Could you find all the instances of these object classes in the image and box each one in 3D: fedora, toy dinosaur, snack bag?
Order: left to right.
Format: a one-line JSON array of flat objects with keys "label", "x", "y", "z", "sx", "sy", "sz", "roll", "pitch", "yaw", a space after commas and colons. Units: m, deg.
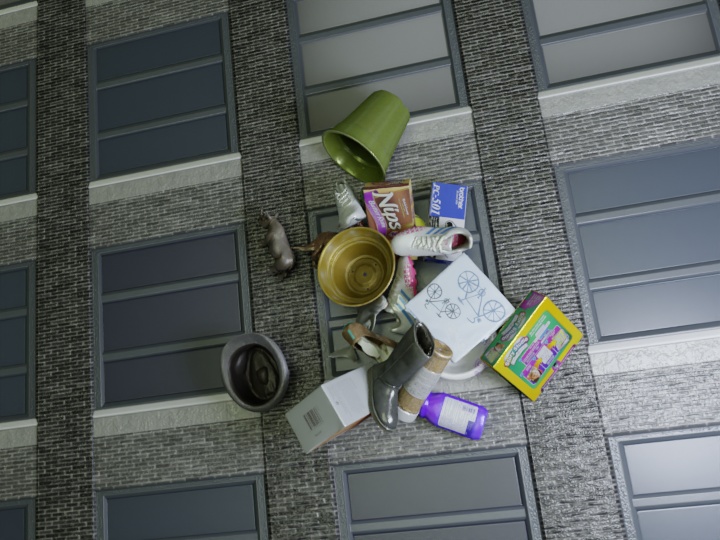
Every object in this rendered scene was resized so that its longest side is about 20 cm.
[{"label": "fedora", "x": -0.262, "y": 0.259, "z": 1.513, "sx": 0.176, "sy": 0.090, "sz": 0.201, "roll": -29, "pitch": 81, "yaw": 6}, {"label": "toy dinosaur", "x": -0.073, "y": -0.076, "z": 1.550, "sx": 0.198, "sy": 0.086, "sz": 0.137, "roll": 2, "pitch": 71, "yaw": 25}, {"label": "snack bag", "x": 0.232, "y": 0.091, "z": 1.375, "sx": 0.200, "sy": 0.021, "sz": 0.189, "roll": -41, "pitch": 78, "yaw": -2}]

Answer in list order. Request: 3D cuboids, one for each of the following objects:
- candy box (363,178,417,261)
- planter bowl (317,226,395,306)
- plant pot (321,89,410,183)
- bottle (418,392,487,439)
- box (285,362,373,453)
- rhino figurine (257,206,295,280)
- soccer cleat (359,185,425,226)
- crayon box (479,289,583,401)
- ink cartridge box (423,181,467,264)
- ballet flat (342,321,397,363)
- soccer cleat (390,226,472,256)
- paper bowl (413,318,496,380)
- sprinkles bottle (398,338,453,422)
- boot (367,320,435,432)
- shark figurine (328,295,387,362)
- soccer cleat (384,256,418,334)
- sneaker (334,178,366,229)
[{"label": "candy box", "x": 0.079, "y": -0.124, "z": 1.482, "sx": 0.115, "sy": 0.057, "sz": 0.202, "roll": -3, "pitch": 119, "yaw": 11}, {"label": "planter bowl", "x": 0.000, "y": 0.000, "z": 1.453, "sx": 0.198, "sy": 0.083, "sz": 0.202, "roll": -6, "pitch": 72, "yaw": 18}, {"label": "plant pot", "x": 0.031, "y": -0.362, "z": 1.544, "sx": 0.199, "sy": 0.200, "sz": 0.191, "roll": 30, "pitch": 73, "yaw": 15}, {"label": "bottle", "x": 0.202, "y": 0.339, "z": 1.420, "sx": 0.198, "sy": 0.065, "sz": 0.084, "roll": 16, "pitch": 82, "yaw": 14}, {"label": "box", "x": -0.046, "y": 0.319, "z": 1.379, "sx": 0.152, "sy": 0.199, "sz": 0.107, "roll": -43, "pitch": 72, "yaw": 34}, {"label": "rhino figurine", "x": -0.228, "y": -0.081, "z": 1.572, "sx": 0.087, "sy": 0.059, "sz": 0.202, "roll": -32, "pitch": 74, "yaw": 41}, {"label": "soccer cleat", "x": 0.081, "y": -0.154, "z": 1.528, "sx": 0.199, "sy": 0.084, "sz": 0.065, "roll": 36, "pitch": 86, "yaw": 10}, {"label": "crayon box", "x": 0.399, "y": 0.176, "z": 1.366, "sx": 0.172, "sy": 0.058, "sz": 0.201, "roll": 39, "pitch": 87, "yaw": -28}, {"label": "ink cartridge box", "x": 0.217, "y": -0.120, "z": 1.510, "sx": 0.093, "sy": 0.044, "sz": 0.202, "roll": 7, "pitch": 80, "yaw": 1}, {"label": "ballet flat", "x": 0.037, "y": 0.187, "z": 1.416, "sx": 0.068, "sy": 0.200, "sz": 0.072, "roll": -45, "pitch": 41, "yaw": 9}, {"label": "soccer cleat", "x": 0.174, "y": -0.070, "z": 1.418, "sx": 0.198, "sy": 0.086, "sz": 0.071, "roll": -8, "pitch": 106, "yaw": -5}, {"label": "paper bowl", "x": 0.226, "y": 0.163, "z": 1.426, "sx": 0.198, "sy": 0.104, "sz": 0.203, "roll": -1, "pitch": 79, "yaw": 7}, {"label": "sprinkles bottle", "x": 0.138, "y": 0.253, "z": 1.348, "sx": 0.068, "sy": 0.068, "sz": 0.201, "roll": 33, "pitch": 113, "yaw": 15}, {"label": "boot", "x": 0.096, "y": 0.237, "z": 1.305, "sx": 0.200, "sy": 0.072, "sz": 0.183, "roll": -41, "pitch": 49, "yaw": 34}, {"label": "shark figurine", "x": -0.006, "y": 0.122, "z": 1.493, "sx": 0.089, "sy": 0.128, "sz": 0.215, "roll": 28, "pitch": 113, "yaw": -6}, {"label": "soccer cleat", "x": 0.099, "y": 0.061, "z": 1.471, "sx": 0.085, "sy": 0.070, "sz": 0.202, "roll": -6, "pitch": 92, "yaw": -8}, {"label": "sneaker", "x": -0.038, "y": -0.170, "z": 1.500, "sx": 0.074, "sy": 0.200, "sz": 0.088, "roll": -26, "pitch": 117, "yaw": 3}]
